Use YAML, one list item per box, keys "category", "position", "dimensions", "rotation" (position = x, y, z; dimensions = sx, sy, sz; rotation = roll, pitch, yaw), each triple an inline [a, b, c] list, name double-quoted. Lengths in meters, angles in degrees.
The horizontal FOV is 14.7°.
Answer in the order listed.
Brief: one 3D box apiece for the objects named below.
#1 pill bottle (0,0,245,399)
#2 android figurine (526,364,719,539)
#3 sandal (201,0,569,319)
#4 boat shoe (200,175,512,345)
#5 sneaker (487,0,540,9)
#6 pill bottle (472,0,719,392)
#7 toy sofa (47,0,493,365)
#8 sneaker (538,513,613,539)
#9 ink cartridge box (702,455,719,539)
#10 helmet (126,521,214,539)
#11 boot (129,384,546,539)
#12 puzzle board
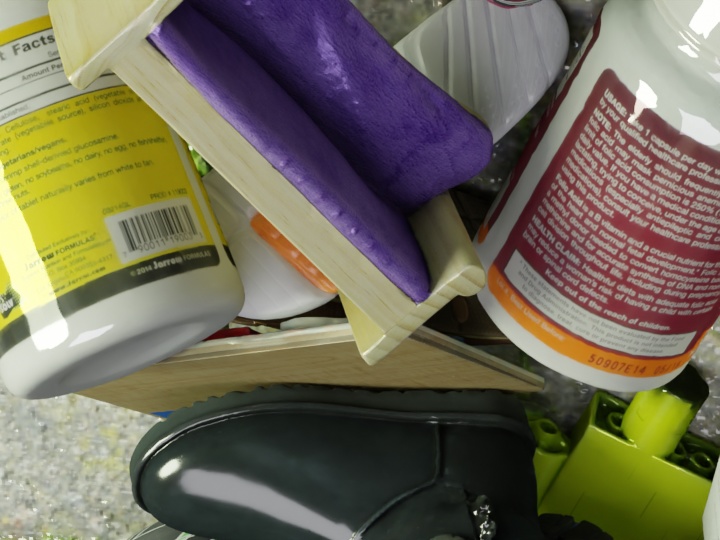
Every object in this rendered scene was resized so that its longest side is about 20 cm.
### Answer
- category: "pill bottle"
  position: [-0.135, -0.055, 1.205]
  dimensions: [0.112, 0.112, 0.201]
  rotation: [-27, 80, 27]
- category: "android figurine"
  position: [0.142, 0.138, 1.379]
  dimensions: [0.181, 0.041, 0.201]
  rotation: [26, 123, -5]
- category: "sandal"
  position: [0.010, -0.051, 1.259]
  dimensions: [0.206, 0.059, 0.079]
  rotation: [-36, 86, 1]
- category: "boat shoe"
  position: [0.000, 0.000, 1.312]
  dimensions: [0.198, 0.073, 0.068]
  rotation: [7, 158, -1]
- category: "sneaker"
  position: [0.099, -0.188, 1.153]
  dimensions: [0.080, 0.075, 0.200]
  rotation: [29, 125, -6]
- category: "pill bottle"
  position: [0.137, -0.055, 1.207]
  dimensions: [0.114, 0.114, 0.201]
  rotation: [26, 125, -4]
- category: "toy sofa"
  position: [-0.027, -0.065, 1.142]
  dimensions: [0.097, 0.083, 0.200]
  rotation: [-40, 119, 11]
- category: "sneaker"
  position: [0.122, 0.183, 1.311]
  dimensions: [0.199, 0.075, 0.079]
  rotation: [26, 134, 32]
- category: "ink cartridge box"
  position: [0.246, 0.065, 1.255]
  dimensions: [0.144, 0.084, 0.201]
  rotation: [11, 117, -3]
- category: "helmet"
  position: [-0.058, 0.209, 1.376]
  dimensions: [0.198, 0.200, 0.192]
  rotation: [5, 118, 10]
- category: "boot"
  position: [-0.001, 0.135, 1.261]
  dimensions: [0.198, 0.169, 0.077]
  rotation: [-3, 133, -7]
- category: "puzzle board"
  position: [-0.034, 0.047, 1.305]
  dimensions: [0.199, 0.018, 0.150]
  rotation: [-7, 165, 28]
